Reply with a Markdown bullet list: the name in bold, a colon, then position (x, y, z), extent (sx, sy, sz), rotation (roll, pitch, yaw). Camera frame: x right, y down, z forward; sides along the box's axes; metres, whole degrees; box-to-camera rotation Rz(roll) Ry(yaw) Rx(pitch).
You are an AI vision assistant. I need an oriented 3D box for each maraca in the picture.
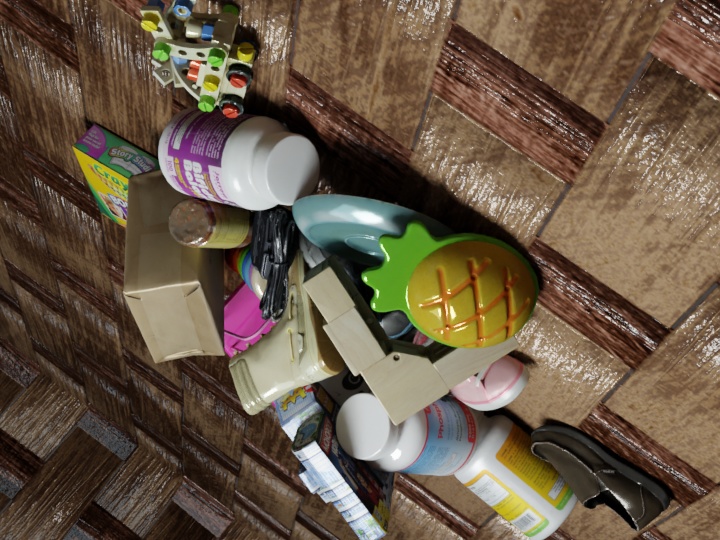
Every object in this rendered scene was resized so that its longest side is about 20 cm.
- **maraca**: position (0.101, 0.017, 1.468), extent (0.200, 0.137, 0.107), rotation (20, -162, -16)

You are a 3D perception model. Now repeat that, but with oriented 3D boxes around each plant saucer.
- **plant saucer**: position (0.015, -0.038, 1.537), extent (0.200, 0.027, 0.200), rotation (12, 164, 3)

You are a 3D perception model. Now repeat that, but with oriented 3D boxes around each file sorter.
- **file sorter**: position (-0.096, 0.107, 1.932), extent (0.125, 0.139, 0.200), rotation (15, 149, 54)

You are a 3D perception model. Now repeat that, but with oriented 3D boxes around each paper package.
- **paper package**: position (-0.248, -0.006, 1.813), extent (0.103, 0.200, 0.191), rotation (-8, 144, 3)

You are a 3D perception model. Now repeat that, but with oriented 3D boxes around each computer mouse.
- **computer mouse**: position (-0.100, -0.026, 1.652), extent (0.053, 0.139, 0.200), rotation (5, -165, -11)

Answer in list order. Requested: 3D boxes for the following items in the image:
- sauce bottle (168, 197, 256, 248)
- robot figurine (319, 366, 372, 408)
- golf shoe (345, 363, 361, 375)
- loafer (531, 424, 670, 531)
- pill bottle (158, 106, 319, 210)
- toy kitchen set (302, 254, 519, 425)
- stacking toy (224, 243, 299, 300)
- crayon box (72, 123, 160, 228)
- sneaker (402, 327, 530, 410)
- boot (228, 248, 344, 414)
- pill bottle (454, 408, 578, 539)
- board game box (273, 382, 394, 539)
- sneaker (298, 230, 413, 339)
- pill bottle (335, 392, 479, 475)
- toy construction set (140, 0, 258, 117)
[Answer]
- **sauce bottle**: position (-0.176, -0.060, 1.737), extent (0.066, 0.066, 0.200), rotation (31, -169, 18)
- **robot figurine**: position (0.011, 0.169, 1.856), extent (0.200, 0.125, 0.150), rotation (6, -137, -45)
- **golf shoe**: position (-0.017, 0.059, 1.777), extent (0.200, 0.078, 0.097), rotation (45, 153, 35)
- **loafer**: position (0.302, 0.271, 1.738), extent (0.200, 0.071, 0.073), rotation (28, 156, 24)
- **pill bottle**: position (-0.144, -0.132, 1.595), extent (0.200, 0.112, 0.112), rotation (14, 148, 46)
- **toy kitchen set**: position (0.055, 0.041, 1.610), extent (0.200, 0.180, 0.163), rotation (57, -176, -8)
- **stacking toy**: position (-0.139, -0.006, 1.857), extent (0.085, 0.085, 0.200), rotation (48, 170, -23)
- **crayon box**: position (-0.319, -0.108, 1.983), extent (0.200, 0.058, 0.173), rotation (29, 156, 22)
- **sneaker**: position (0.123, 0.116, 1.710), extent (0.105, 0.075, 0.200), rotation (44, 162, -26)
- **boot**: position (-0.101, 0.076, 1.729), extent (0.155, 0.200, 0.073), rotation (-31, 140, 27)
- **pill bottle**: position (0.200, 0.271, 1.845), extent (0.200, 0.111, 0.111), rotation (40, 158, -2)
- **board game box**: position (-0.041, 0.232, 1.705), extent (0.200, 0.062, 0.200), rotation (53, -168, -9)
- **sneaker**: position (0.000, 0.000, 1.710), extent (0.082, 0.073, 0.200), rotation (-38, 93, 29)
- **pill bottle**: position (0.060, 0.207, 1.718), extent (0.109, 0.109, 0.200), rotation (21, -177, 37)
- **toy construction set**: position (-0.182, -0.236, 1.481), extent (0.131, 0.092, 0.200), rotation (15, 167, -7)
